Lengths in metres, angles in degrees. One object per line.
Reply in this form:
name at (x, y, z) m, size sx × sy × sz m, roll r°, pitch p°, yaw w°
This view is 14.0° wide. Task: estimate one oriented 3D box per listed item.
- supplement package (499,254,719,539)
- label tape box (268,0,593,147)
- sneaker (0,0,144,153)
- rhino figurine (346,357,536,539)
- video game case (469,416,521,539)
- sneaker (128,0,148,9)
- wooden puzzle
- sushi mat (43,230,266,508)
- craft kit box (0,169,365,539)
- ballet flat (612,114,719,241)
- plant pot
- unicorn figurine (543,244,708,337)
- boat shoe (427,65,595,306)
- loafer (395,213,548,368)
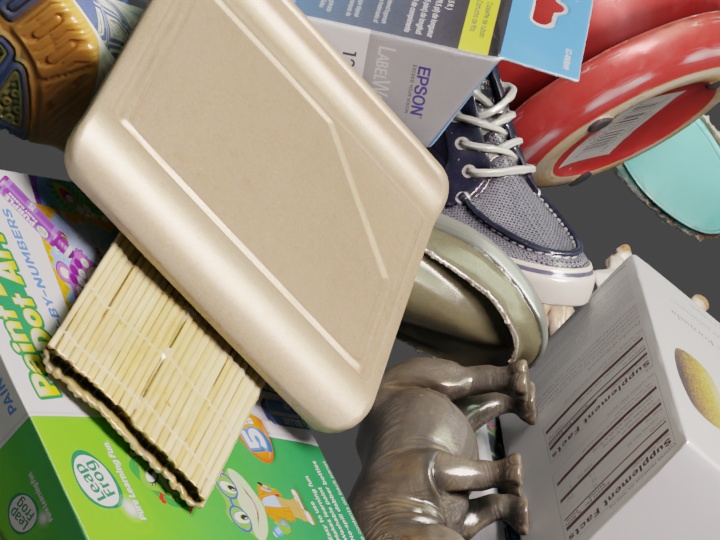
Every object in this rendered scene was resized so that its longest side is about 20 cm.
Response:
supplement package at (0.149, 0.102, 1.444) m, size 0.114 × 0.110 × 0.200 m, roll 37°, pitch 19°, yaw -19°
label tape box at (0.015, -0.127, 1.496) m, size 0.199 × 0.066 × 0.144 m, roll 14°, pitch 33°, yaw 1°
sneaker at (-0.134, -0.100, 1.387) m, size 0.200 × 0.075 × 0.088 m, roll 48°, pitch 27°, yaw -30°
rhino figurine at (0.035, 0.105, 1.383) m, size 0.200 × 0.087 × 0.060 m, roll -80°, pitch 164°, yaw -57°
video game case at (0.123, 0.180, 1.488) m, size 0.182 × 0.023 × 0.201 m, roll 34°, pitch 31°, yaw -32°
sneaker at (-0.155, -0.215, 1.503) m, size 0.118 × 0.074 × 0.201 m, roll 33°, pitch 22°, yaw -42°
wooden puzzle at (-0.046, -0.042, 1.356) m, size 0.185 × 0.037 × 0.200 m, roll 46°, pitch 35°, yaw -16°
sushi mat at (-0.077, 0.023, 1.286) m, size 0.096 × 0.012 × 0.200 m, roll 46°, pitch 26°, yaw -11°
craft kit box at (-0.105, 0.050, 1.269) m, size 0.197 × 0.048 × 0.201 m, roll 5°, pitch 50°, yaw -53°
ballet flat at (0.170, -0.105, 1.902) m, size 0.200 × 0.072 × 0.072 m, roll 46°, pitch 26°, yaw -10°
plant pot at (0.126, -0.161, 1.753) m, size 0.200 × 0.200 × 0.183 m, roll -5°, pitch 65°, yaw -60°
unicorn figurine at (0.180, 0.055, 1.687) m, size 0.199 × 0.074 × 0.138 m, roll 14°, pitch 32°, yaw -11°
boat shoe at (0.059, -0.060, 1.539) m, size 0.074 × 0.093 × 0.200 m, roll -2°, pitch 26°, yaw -39°
loafer at (0.000, 0.000, 1.465) m, size 0.199 × 0.075 × 0.070 m, roll 31°, pitch 44°, yaw 1°
